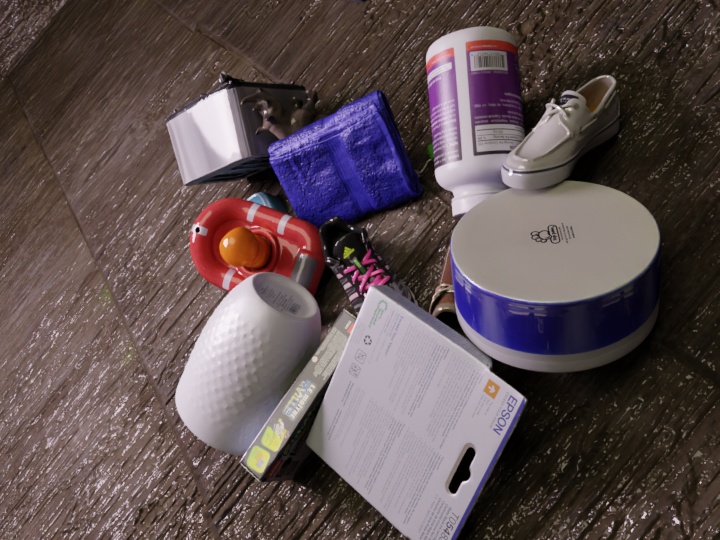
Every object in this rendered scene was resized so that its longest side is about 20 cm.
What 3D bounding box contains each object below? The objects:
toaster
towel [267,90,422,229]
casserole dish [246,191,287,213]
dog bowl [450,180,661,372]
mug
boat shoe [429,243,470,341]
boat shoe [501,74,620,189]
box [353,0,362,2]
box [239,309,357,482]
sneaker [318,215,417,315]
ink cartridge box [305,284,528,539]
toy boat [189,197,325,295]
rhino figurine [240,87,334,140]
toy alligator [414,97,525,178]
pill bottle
[{"bbox_3d":[-0.192,-0.219,1.045,0.177,0.198,0.123,-14,92,37],"label":"toaster"},{"bbox_3d":[-0.026,-0.138,0.909,0.195,0.151,0.050,-17,17,30],"label":"towel"},{"bbox_3d":[-0.161,-0.046,1.028,0.120,0.039,0.202,-39,47,12],"label":"casserole dish"},{"bbox_3d":[0.185,-0.002,0.640,0.193,0.081,0.203,-10,35,7],"label":"dog bowl"},{"bbox_3d":[-0.114,0.095,0.810,0.146,0.199,0.178,33,113,11],"label":"mug"},{"bbox_3d":[0.112,0.046,0.729,0.074,0.072,0.206,-15,55,29],"label":"boat shoe"},{"bbox_3d":[0.219,-0.156,0.713,0.198,0.072,0.070,-33,39,-29],"label":"boat shoe"},{"bbox_3d":[-0.024,-0.637,1.182,0.123,0.196,0.202,32,83,43],"label":"box"},{"bbox_3d":[-0.050,0.148,0.764,0.034,0.110,0.202,33,84,20],"label":"box"},{"bbox_3d":[0.000,0.000,0.831,0.073,0.088,0.201,-37,45,0],"label":"sneaker"},{"bbox_3d":[0.053,0.151,0.668,0.198,0.040,0.204,35,110,30],"label":"ink cartridge box"},{"bbox_3d":[-0.149,-0.027,0.899,0.195,0.130,0.134,20,88,18],"label":"toy boat"},{"bbox_3d":[-0.085,-0.218,0.978,0.059,0.195,0.090,-25,58,53],"label":"rhino figurine"},{"bbox_3d":[0.124,-0.180,0.876,0.197,0.054,0.060,-32,47,18],"label":"toy alligator"},{"bbox_3d":[0.138,-0.170,0.784,0.110,0.111,0.207,-5,88,35],"label":"pill bottle"}]
